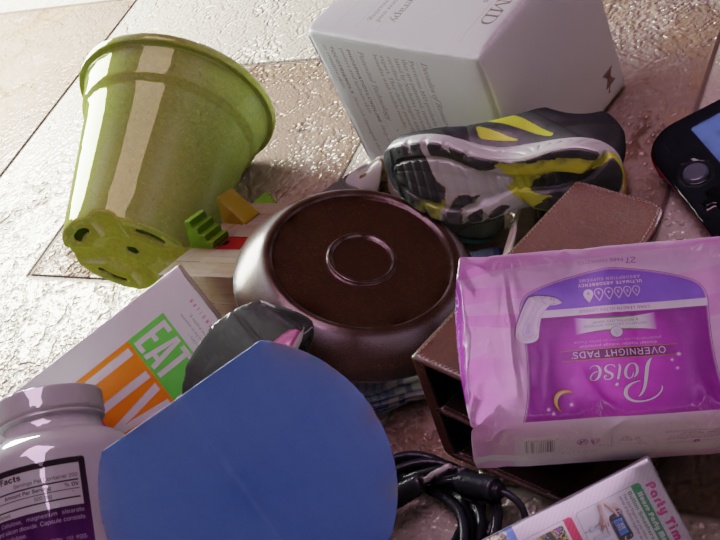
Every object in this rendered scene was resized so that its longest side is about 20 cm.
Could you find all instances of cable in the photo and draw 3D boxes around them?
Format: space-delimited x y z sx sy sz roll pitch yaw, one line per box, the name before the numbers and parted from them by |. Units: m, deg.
cable | 0.009 0.203 0.795 0.163 0.051 0.200 22 62 43

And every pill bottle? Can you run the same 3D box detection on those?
pill bottle | -0.205 0.187 0.833 0.112 0.112 0.201 -17 71 14

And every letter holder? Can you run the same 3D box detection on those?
letter holder | 0.158 0.050 0.810 0.142 0.101 0.200 20 53 40

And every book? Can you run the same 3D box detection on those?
book | -0.181 0.108 0.934 0.200 0.134 0.048 -39 5 -1

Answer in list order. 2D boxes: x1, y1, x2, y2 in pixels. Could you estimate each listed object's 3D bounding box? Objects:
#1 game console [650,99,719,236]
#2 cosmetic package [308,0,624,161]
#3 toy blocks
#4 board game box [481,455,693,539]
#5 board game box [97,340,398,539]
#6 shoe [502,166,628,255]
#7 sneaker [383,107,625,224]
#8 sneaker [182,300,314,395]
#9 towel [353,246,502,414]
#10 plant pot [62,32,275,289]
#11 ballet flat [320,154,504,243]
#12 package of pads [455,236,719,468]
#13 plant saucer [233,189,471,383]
game console | 0.344 -0.092 0.918 0.199 0.031 0.177 -27 40 4
cosmetic package | 0.098 -0.191 1.061 0.199 0.167 0.168 18 59 40
toy blocks | -0.071 -0.005 1.015 0.136 0.101 0.200 3 27 29
board game box | 0.109 0.217 0.668 0.199 0.064 0.148 -27 69 5
board game box | -0.072 0.145 0.796 0.199 0.158 0.039 -35 4 6
shoe | 0.163 -0.043 0.947 0.069 0.054 0.200 7 45 31
sneaker | 0.117 -0.086 0.939 0.199 0.075 0.085 5 36 25
sneaker | -0.089 0.110 0.877 0.200 0.086 0.080 -54 49 19
towel | 0.028 0.057 0.958 0.199 0.024 0.147 -17 39 12
plant pot | -0.198 -0.090 1.134 0.199 0.201 0.185 -4 57 27
ballet flat | 0.042 -0.074 1.047 0.199 0.064 0.067 15 29 38
package of pads | 0.157 0.049 0.696 0.198 0.076 0.121 -5 61 5
plant saucer | 0.000 0.000 0.928 0.198 0.032 0.201 4 45 -4
